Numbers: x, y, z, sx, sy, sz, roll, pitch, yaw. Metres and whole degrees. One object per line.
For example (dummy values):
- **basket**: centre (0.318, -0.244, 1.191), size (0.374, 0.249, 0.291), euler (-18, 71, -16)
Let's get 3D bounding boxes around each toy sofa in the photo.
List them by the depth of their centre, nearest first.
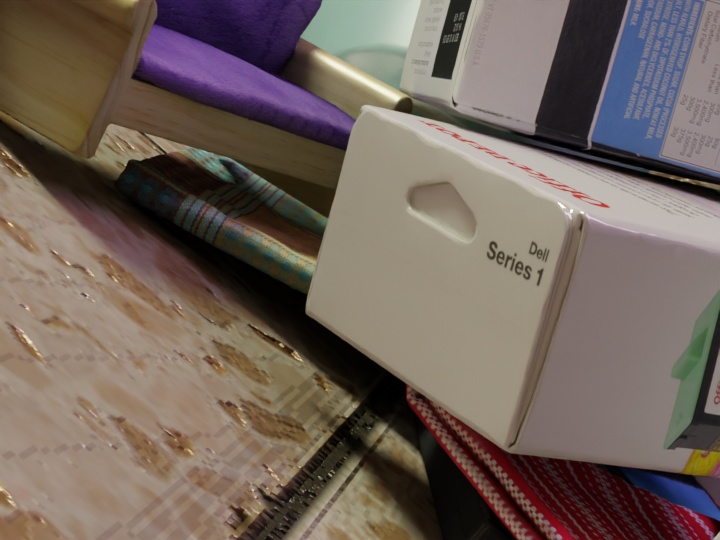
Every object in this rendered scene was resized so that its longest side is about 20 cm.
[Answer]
- **toy sofa**: centre (-0.062, -0.089, 0.828), size (0.083, 0.098, 0.200), euler (31, 9, 31)

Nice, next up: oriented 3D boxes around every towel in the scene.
- **towel**: centre (0.113, 0.109, 0.744), size (0.200, 0.023, 0.145), euler (30, 13, -42)
- **towel**: centre (0.000, 0.000, 0.869), size (0.199, 0.022, 0.147), euler (29, 8, 3)

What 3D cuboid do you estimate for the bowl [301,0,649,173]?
- **bowl**: centre (0.039, -0.069, 1.021), size (0.200, 0.201, 0.105), euler (39, 47, -1)

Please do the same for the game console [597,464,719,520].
- **game console**: centre (0.190, 0.087, 1.027), size (0.118, 0.172, 0.200), euler (14, -5, 30)

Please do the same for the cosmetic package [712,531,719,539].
- **cosmetic package**: centre (0.205, 0.135, 0.581), size (0.123, 0.200, 0.200), euler (29, 14, -44)

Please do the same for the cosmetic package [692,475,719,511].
- **cosmetic package**: centre (0.191, 0.107, 0.837), size (0.082, 0.051, 0.200), euler (42, 5, -12)

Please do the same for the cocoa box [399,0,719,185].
- **cocoa box**: centre (0.102, -0.115, 0.844), size (0.130, 0.134, 0.200), euler (15, 5, -6)

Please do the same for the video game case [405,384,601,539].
- **video game case**: centre (0.100, 0.119, 0.793), size (0.180, 0.026, 0.200), euler (37, 10, -12)

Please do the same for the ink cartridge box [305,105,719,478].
- **ink cartridge box**: centre (0.101, 0.013, 0.739), size (0.199, 0.085, 0.145), euler (10, 12, -34)
